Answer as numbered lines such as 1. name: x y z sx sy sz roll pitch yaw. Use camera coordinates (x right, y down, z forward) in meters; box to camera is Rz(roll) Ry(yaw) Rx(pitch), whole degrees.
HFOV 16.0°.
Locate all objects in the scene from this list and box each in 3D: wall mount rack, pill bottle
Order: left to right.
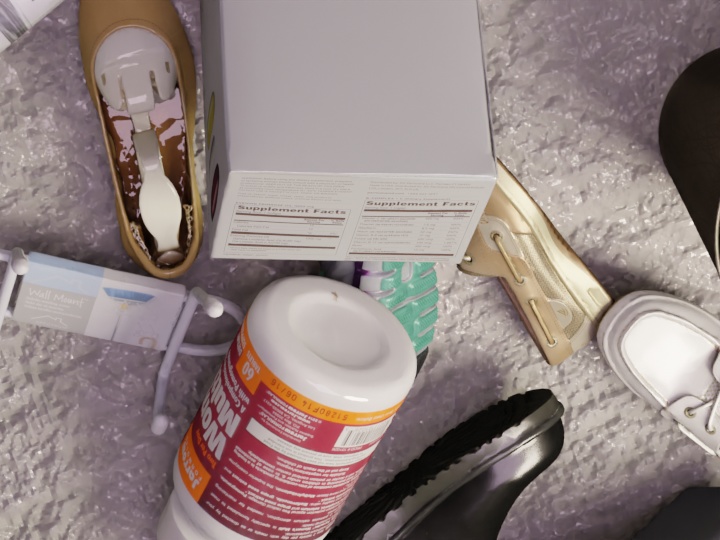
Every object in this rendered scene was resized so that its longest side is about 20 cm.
1. wall mount rack: -0.159 0.029 1.553 0.200 0.075 0.174 12 144 -10
2. pill bottle: -0.051 0.108 1.582 0.109 0.110 0.200 19 126 -14

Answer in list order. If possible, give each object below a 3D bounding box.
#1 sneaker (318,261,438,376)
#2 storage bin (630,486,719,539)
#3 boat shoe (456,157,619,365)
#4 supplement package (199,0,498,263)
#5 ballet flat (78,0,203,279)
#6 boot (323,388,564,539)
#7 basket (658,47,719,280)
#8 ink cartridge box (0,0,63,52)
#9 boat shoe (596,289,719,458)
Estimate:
1. sneaker: 0.000 0.000 1.625 0.074 0.087 0.200 -23 133 -42
2. storage bin: 0.235 0.243 1.686 0.134 0.145 0.200 -42 111 -35
3. boat shoe: 0.086 -0.022 1.617 0.065 0.071 0.200 -40 109 2
4. supplement package: -0.012 -0.118 1.502 0.156 0.111 0.200 1 64 -10
5. ballet flat: -0.128 -0.089 1.569 0.069 0.063 0.200 -13 107 -4
6. boot: 0.085 0.190 1.669 0.211 0.079 0.158 -39 101 14
7. basket: 0.261 -0.066 1.566 0.136 0.200 0.180 26 99 -14
8. ink cartridge box: -0.258 -0.190 1.509 0.200 0.084 0.145 -39 107 3
9. boat shoe: 0.236 0.082 1.651 0.200 0.069 0.071 35 99 -29
